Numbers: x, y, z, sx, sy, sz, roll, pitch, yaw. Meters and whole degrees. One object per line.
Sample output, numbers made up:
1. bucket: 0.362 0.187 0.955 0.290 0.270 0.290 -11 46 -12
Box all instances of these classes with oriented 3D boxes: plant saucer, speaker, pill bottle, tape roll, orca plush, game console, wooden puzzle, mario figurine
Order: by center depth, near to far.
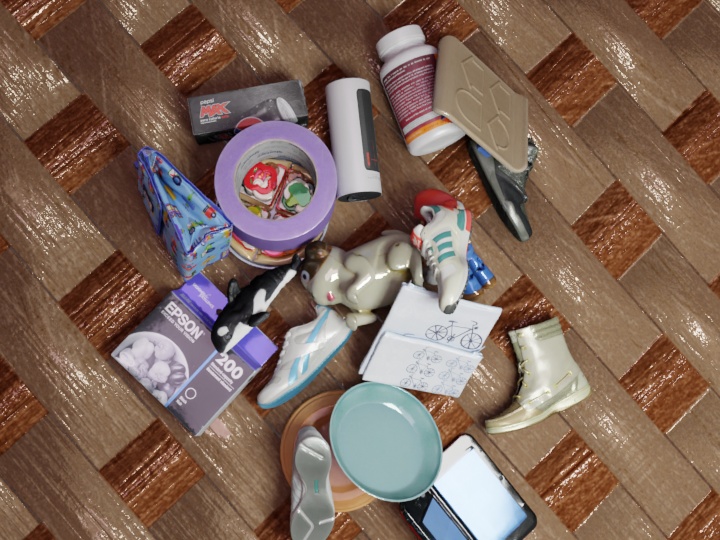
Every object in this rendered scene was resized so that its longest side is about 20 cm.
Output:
1. plant saucer: 0.037 0.277 1.232 0.198 0.036 0.202 14 52 -19
2. orca plush: -0.179 0.037 1.246 0.200 0.105 0.071 -43 113 -3
3. game console: 0.179 0.398 1.246 0.119 0.172 0.200 -41 87 19
4. tape roll: -0.138 -0.137 1.267 0.198 0.085 0.202 1 79 -5
5. plant saucer: -0.035 0.301 1.279 0.198 0.037 0.202 1 83 -5
6. wooden puzzle: 0.196 -0.272 1.284 0.199 0.046 0.187 29 50 -26
7. mario figurine: 0.147 -0.045 1.313 0.105 0.123 0.201 -27 97 18
8. speaker: -0.013 -0.221 1.321 0.080 0.081 0.202 -5 83 -5
9. pill bottle: 0.101 -0.310 1.322 0.112 0.113 0.202 -21 86 -6

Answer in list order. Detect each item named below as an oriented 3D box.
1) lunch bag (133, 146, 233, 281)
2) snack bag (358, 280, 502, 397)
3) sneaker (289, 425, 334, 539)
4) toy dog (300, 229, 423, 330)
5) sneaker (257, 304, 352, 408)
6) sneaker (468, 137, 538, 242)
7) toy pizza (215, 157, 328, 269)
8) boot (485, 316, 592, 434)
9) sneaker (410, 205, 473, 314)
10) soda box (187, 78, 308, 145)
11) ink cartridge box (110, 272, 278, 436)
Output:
1. lunch bag: -0.301 -0.104 1.248 0.094 0.151 0.201 -34 83 -21
2. snack bag: 0.116 0.118 1.241 0.187 0.021 0.201 15 122 -17
3. sneaker: -0.077 0.343 1.222 0.070 0.080 0.203 2 102 -11
4. toy dog: 0.000 0.000 1.265 0.198 0.140 0.195 -4 57 0
5. sneaker: -0.104 0.146 1.279 0.081 0.077 0.200 42 75 9
6. sneaker: 0.275 -0.155 1.334 0.113 0.076 0.201 -22 80 0
7. toy pizza: -0.151 -0.103 1.321 0.198 0.032 0.203 0 83 -4
8. boot: 0.276 0.177 1.298 0.198 0.072 0.156 -22 86 -11
9. sneaker: 0.118 -0.022 1.180 0.092 0.071 0.201 14 53 -3
10. soda box: -0.192 -0.272 1.323 0.198 0.063 0.072 -11 84 -5
11. ink cartridge box: -0.273 0.135 1.280 0.198 0.043 0.200 42 81 2
